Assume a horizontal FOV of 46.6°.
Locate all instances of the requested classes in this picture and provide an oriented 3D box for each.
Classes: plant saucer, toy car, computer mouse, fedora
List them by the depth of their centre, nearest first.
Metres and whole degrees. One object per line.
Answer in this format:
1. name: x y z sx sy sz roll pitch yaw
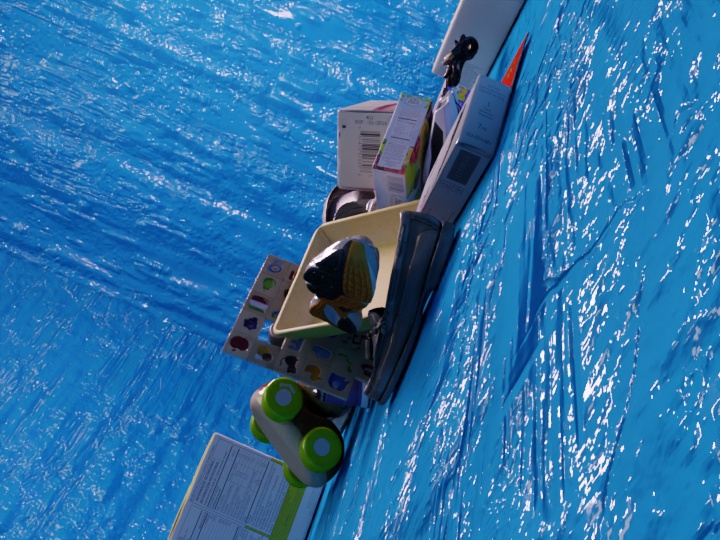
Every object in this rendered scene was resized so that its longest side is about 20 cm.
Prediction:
1. plant saucer: 0.007 0.007 1.044 0.196 0.049 0.202 -12 39 31
2. computer mouse: 0.124 -0.207 1.136 0.110 0.043 0.204 -62 -17 -55
3. toy car: -0.042 0.185 1.175 0.199 0.159 0.165 -37 -9 -25
4. fedora: 0.029 -0.079 1.426 0.089 0.197 0.181 -27 60 39

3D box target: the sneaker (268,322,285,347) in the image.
1. sneaker: -0.057 0.113 1.239 0.197 0.060 0.106 -13 -49 -39

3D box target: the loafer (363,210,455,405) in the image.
1. loafer: 0.037 0.036 0.875 0.072 0.062 0.204 -92 23 -86

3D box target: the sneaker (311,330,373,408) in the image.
1. sneaker: -0.028 0.089 1.112 0.202 0.085 0.077 -90 5 -49

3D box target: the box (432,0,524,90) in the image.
1. box: 0.168 -0.347 1.172 0.201 0.081 0.069 117 176 -63

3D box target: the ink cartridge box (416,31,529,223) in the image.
1. ink cartridge box: 0.116 -0.144 0.924 0.201 0.043 0.177 114 176 -61

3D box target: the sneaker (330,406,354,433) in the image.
1. sneaker: -0.034 0.165 1.346 0.078 0.078 0.202 113 178 -48

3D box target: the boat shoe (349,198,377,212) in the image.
1. boat shoe: 0.021 -0.037 1.333 0.203 0.055 0.069 77 -153 -45

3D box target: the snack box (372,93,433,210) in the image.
1. snack box: 0.067 -0.127 1.201 0.202 0.052 0.144 81 -154 -53

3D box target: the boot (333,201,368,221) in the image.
1. boot: 0.000 0.001 1.276 0.064 0.168 0.200 -23 -9 -10

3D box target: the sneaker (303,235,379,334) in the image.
1. sneaker: -0.012 -0.006 0.875 0.200 0.074 0.094 113 -179 -71

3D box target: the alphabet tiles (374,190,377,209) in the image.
1. alphabet tiles: 0.062 -0.112 1.314 0.196 0.014 0.204 62 -140 -59

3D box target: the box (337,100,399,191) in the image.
1. box: 0.039 -0.215 1.417 0.200 0.106 0.131 -42 -45 -67

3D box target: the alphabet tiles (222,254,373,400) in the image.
1. alphabet tiles: -0.054 0.073 1.062 0.008 0.196 0.169 110 -179 -48

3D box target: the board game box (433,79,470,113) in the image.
1. board game box: 0.167 -0.317 1.423 0.135 0.044 0.203 -72 4 -67

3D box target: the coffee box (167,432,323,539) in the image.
1. coffee box: -0.188 0.405 1.339 0.200 0.194 0.204 115 177 -68
